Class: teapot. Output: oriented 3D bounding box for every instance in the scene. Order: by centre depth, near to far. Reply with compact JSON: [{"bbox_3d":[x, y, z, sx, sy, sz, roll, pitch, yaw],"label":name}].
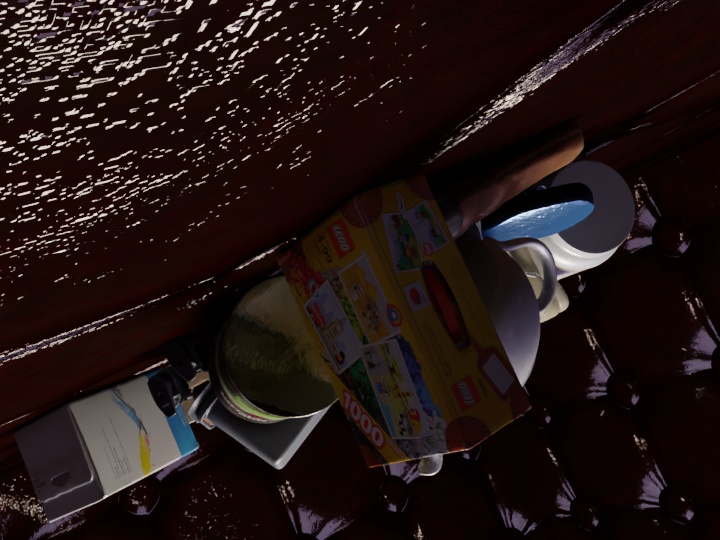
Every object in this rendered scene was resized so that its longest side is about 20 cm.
[{"bbox_3d":[0.111,0.073,0.796,0.199,0.146,0.199,-30,-145,26],"label":"teapot"}]

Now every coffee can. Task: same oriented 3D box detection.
[{"bbox_3d":[-0.095,0.097,0.888,0.145,0.148,0.200,-23,175,-19],"label":"coffee can"}]

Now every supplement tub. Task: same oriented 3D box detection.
[{"bbox_3d":[0.278,-0.066,1.082,0.143,0.146,0.200,-24,175,-12],"label":"supplement tub"}]

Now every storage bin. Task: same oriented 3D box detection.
[{"bbox_3d":[-0.111,0.163,1.044,0.201,0.134,0.146,-50,170,-16],"label":"storage bin"}]

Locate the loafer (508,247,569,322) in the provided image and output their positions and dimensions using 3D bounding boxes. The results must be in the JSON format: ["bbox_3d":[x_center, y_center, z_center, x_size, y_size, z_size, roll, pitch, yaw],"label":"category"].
[{"bbox_3d":[0.201,-0.004,1.033,0.068,0.200,0.076,-46,-166,-14],"label":"loafer"}]

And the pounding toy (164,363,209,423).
[{"bbox_3d":[-0.191,0.172,1.240,0.199,0.144,0.183,-29,175,41],"label":"pounding toy"}]

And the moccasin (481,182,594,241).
[{"bbox_3d":[0.180,-0.076,0.929,0.198,0.069,0.080,-15,149,35],"label":"moccasin"}]

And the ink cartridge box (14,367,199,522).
[{"bbox_3d":[-0.384,0.262,1.183,0.146,0.146,0.199,-28,175,29],"label":"ink cartridge box"}]

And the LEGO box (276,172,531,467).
[{"bbox_3d":[0.029,0.047,0.639,0.076,0.202,0.149,-22,174,-34],"label":"LEGO box"}]

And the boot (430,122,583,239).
[{"bbox_3d":[0.101,-0.068,0.766,0.199,0.069,0.188,-31,171,-25],"label":"boot"}]

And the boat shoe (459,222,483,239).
[{"bbox_3d":[0.127,-0.008,0.918,0.069,0.067,0.200,-2,155,13],"label":"boat shoe"}]

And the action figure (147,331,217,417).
[{"bbox_3d":[-0.219,0.128,1.048,0.130,0.069,0.200,-44,177,11],"label":"action figure"}]
